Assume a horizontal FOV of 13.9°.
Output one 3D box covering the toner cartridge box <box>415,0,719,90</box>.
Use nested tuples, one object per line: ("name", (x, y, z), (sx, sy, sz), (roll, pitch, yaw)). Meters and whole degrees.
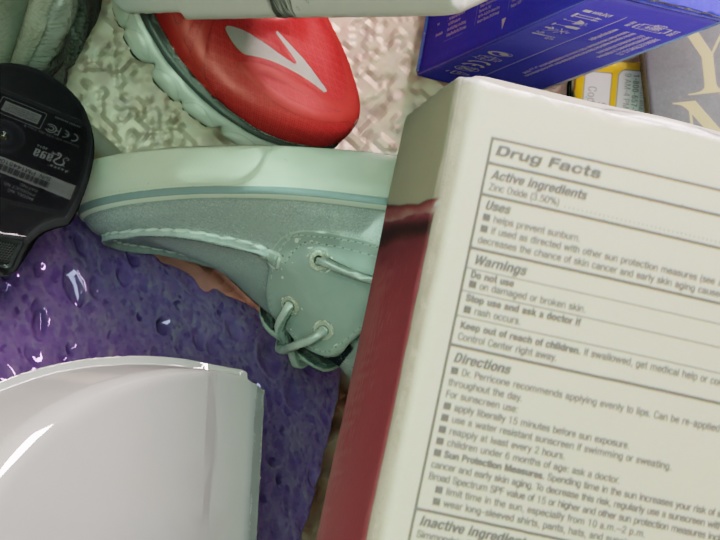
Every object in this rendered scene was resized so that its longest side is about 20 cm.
("toner cartridge box", (0.073, -0.118, 0.987), (0.043, 0.200, 0.095), (13, 84, -14))

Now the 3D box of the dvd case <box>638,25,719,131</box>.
("dvd case", (0.173, -0.053, 1.020), (0.149, 0.016, 0.200), (-5, 83, 1))

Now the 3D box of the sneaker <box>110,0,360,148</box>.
("sneaker", (-0.049, -0.134, 1.034), (0.085, 0.077, 0.200), (-24, 93, 41))

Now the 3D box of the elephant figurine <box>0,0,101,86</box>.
("elephant figurine", (-0.148, -0.094, 1.041), (0.200, 0.155, 0.142), (44, 46, -10))

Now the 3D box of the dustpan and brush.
("dustpan and brush", (-0.125, 0.089, 0.908), (0.057, 0.200, 0.140), (-2, 82, 46))

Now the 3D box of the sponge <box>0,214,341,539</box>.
("sponge", (-0.103, 0.036, 0.996), (0.200, 0.030, 0.112), (28, 55, -21))

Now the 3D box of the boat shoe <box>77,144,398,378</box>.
("boat shoe", (0.000, 0.000, 0.993), (0.201, 0.070, 0.072), (6, 82, 0))

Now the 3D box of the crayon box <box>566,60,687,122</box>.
("crayon box", (0.168, -0.001, 1.048), (0.200, 0.052, 0.126), (5, 84, 2))

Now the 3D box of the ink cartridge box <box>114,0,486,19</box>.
("ink cartridge box", (-0.020, -0.144, 0.933), (0.068, 0.200, 0.116), (-28, 109, -30))

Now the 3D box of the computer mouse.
("computer mouse", (-0.134, 0.006, 0.930), (0.059, 0.034, 0.200), (24, 45, -1))

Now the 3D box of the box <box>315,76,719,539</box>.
("box", (0.062, 0.054, 0.912), (0.128, 0.109, 0.200), (13, 85, -8))
